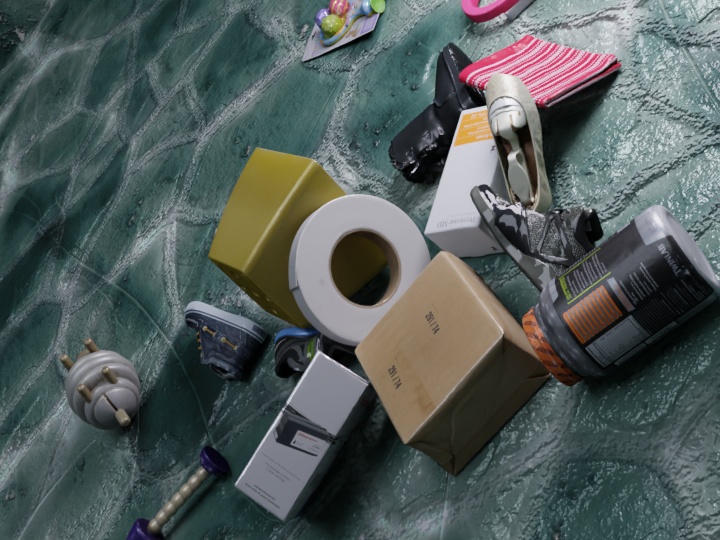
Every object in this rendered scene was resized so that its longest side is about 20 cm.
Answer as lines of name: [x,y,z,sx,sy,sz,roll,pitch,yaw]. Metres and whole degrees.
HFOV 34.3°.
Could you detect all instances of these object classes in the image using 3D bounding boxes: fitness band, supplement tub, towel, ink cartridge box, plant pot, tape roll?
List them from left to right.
plant pot: [-0.101,-0.036,1.681,0.177,0.200,0.199,-51,30,-12]
ink cartridge box: [-0.067,0.214,1.512,0.202,0.083,0.145,-58,-9,-5]
tape roll: [0.000,0.000,1.571,0.205,0.201,0.037,-67,15,-17]
fitness band: [0.239,-0.464,1.810,0.200,0.037,0.144,-42,37,15]
towel: [0.242,-0.277,1.608,0.143,0.023,0.199,-30,31,-20]
supplement tub: [0.283,0.033,1.284,0.199,0.122,0.124,-38,39,21]

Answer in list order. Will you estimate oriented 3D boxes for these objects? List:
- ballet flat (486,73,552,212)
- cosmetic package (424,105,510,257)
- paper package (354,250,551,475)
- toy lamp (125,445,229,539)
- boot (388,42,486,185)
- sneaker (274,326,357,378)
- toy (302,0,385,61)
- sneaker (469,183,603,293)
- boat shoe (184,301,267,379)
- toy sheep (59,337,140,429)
ballet flat: [0.203,-0.163,1.505,0.067,0.062,0.203,-19,85,26]
cosmetic package: [0.168,-0.124,1.587,0.100,0.071,0.203,-7,57,45]
paper package: [0.107,0.111,1.440,0.191,0.103,0.201,-48,37,11]
toy lamp: [-0.277,0.350,1.728,0.200,0.058,0.058,-49,36,9]
boot: [0.111,-0.232,1.747,0.162,0.073,0.200,-43,34,26]
sneaker: [-0.053,0.120,1.655,0.198,0.070,0.084,-12,63,47]
toy: [-0.038,-0.462,2.117,0.198,0.047,0.117,-10,53,44]
sneaker: [0.224,-0.054,1.440,0.114,0.076,0.200,-43,57,3]
boat shoe: [-0.236,0.111,1.858,0.199,0.071,0.092,11,66,50]
toy sheep: [-0.434,0.199,1.967,0.138,0.137,0.200,-48,42,7]
